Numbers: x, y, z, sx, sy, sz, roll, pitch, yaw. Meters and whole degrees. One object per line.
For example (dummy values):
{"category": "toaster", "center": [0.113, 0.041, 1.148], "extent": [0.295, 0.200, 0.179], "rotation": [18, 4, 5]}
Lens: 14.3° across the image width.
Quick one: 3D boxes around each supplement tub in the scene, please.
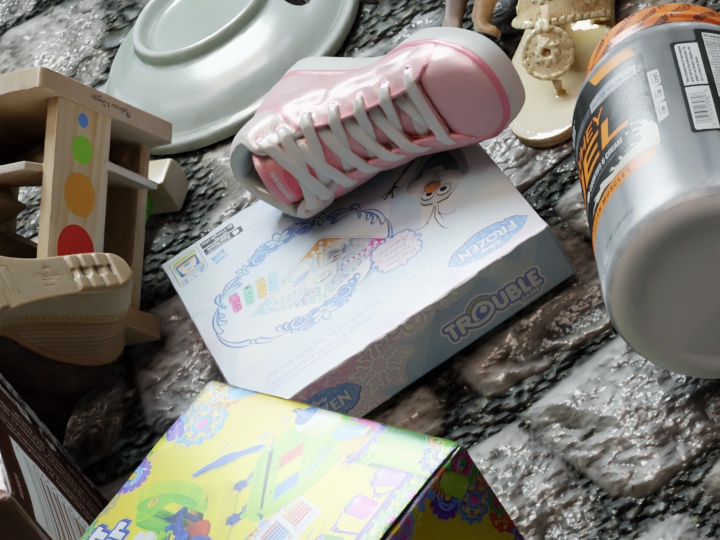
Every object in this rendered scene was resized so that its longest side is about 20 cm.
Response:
{"category": "supplement tub", "center": [0.176, -0.048, 1.504], "extent": [0.122, 0.123, 0.201], "rotation": [-24, 33, 13]}

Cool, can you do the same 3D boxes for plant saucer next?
{"category": "plant saucer", "center": [-0.098, -0.164, 1.948], "extent": [0.199, 0.050, 0.201], "rotation": [-22, 34, 16]}

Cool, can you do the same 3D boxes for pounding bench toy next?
{"category": "pounding bench toy", "center": [-0.181, -0.014, 1.772], "extent": [0.124, 0.200, 0.157], "rotation": [-10, 71, 34]}

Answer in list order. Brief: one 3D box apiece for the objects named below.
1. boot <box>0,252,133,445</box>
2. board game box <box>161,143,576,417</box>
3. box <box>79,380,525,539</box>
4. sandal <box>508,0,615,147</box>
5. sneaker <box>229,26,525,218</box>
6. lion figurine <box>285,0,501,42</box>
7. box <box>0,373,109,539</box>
{"category": "boot", "center": [-0.232, 0.056, 1.615], "extent": [0.167, 0.199, 0.073], "rotation": [-60, 40, 39]}
{"category": "board game box", "center": [0.000, 0.000, 1.661], "extent": [0.199, 0.043, 0.199], "rotation": [-33, 32, -1]}
{"category": "box", "center": [-0.045, 0.178, 1.400], "extent": [0.192, 0.122, 0.200], "rotation": [12, 54, 47]}
{"category": "sandal", "center": [0.121, -0.171, 1.754], "extent": [0.077, 0.070, 0.212], "rotation": [-8, 41, 33]}
{"category": "sneaker", "center": [0.002, -0.077, 1.651], "extent": [0.200, 0.076, 0.105], "rotation": [-4, 36, 49]}
{"category": "lion figurine", "center": [0.039, -0.213, 1.806], "extent": [0.072, 0.199, 0.123], "rotation": [-13, 64, 61]}
{"category": "box", "center": [-0.237, 0.173, 1.514], "extent": [0.199, 0.166, 0.164], "rotation": [-33, 37, 3]}
